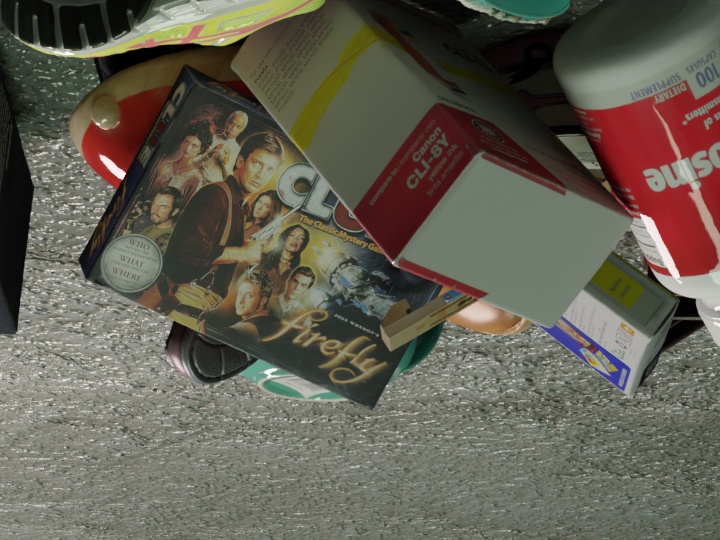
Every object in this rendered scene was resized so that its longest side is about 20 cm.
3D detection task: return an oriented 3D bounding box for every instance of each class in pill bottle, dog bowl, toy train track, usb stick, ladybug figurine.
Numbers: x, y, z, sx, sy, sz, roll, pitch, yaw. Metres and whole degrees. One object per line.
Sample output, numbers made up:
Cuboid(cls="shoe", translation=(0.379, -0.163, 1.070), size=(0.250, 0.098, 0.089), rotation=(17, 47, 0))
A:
Cuboid(cls="pill bottle", translation=(0.196, -0.059, 1.604), size=(0.112, 0.112, 0.201), rotation=(-11, 118, 39))
Cuboid(cls="dog bowl", translation=(0.146, -0.086, 1.767), size=(0.198, 0.074, 0.200), rotation=(1, 164, 0))
Cuboid(cls="toy train track", translation=(0.094, -0.018, 1.691), size=(0.199, 0.033, 0.115), rotation=(-31, 159, -8))
Cuboid(cls="usb stick", translation=(-0.134, -0.121, 1.762), size=(0.055, 0.033, 0.200), rotation=(-6, 164, -2))
Cuboid(cls="ladybug figurine", translation=(-0.093, -0.082, 1.739), size=(0.135, 0.072, 0.199), rotation=(-32, 162, 34))

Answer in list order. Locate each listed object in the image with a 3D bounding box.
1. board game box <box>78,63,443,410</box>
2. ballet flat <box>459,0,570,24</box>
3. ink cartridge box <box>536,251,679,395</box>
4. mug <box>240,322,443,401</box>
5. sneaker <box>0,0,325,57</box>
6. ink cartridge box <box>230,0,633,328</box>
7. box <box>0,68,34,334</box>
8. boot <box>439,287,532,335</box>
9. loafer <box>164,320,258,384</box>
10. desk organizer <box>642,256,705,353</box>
Cuboid(cls="board game box", translation=(-0.047, -0.018, 1.683), size=(0.199, 0.136, 0.035), rotation=(25, -167, -21))
Cuboid(cls="ballet flat", translation=(0.033, -0.186, 1.477), size=(0.071, 0.072, 0.199), rotation=(-12, 157, 41))
Cuboid(cls="ink cartridge box", translation=(0.129, -0.002, 2.024), size=(0.200, 0.047, 0.198), rotation=(39, 171, 9))
Cuboid(cls="mug", translation=(-0.016, 0.035, 2.140), size=(0.184, 0.115, 0.152), rotation=(6, 164, -10))
Cuboid(cls="sneaker", translation=(-0.104, -0.150, 1.571), size=(0.199, 0.079, 0.090), rotation=(-5, 165, 23))
Cuboid(cls="ink cartridge box", translation=(0.037, -0.074, 1.604), size=(0.145, 0.200, 0.084), rotation=(20, 113, -46))
Cuboid(cls="box", translation=(-0.319, -0.056, 1.797), size=(0.195, 0.118, 0.200), rotation=(2, 151, 4))
Cuboid(cls="boot", translation=(0.000, 0.000, 1.778), size=(0.154, 0.074, 0.199), rotation=(-7, -160, -40))
Cuboid(cls="loafer", translation=(-0.075, 0.001, 1.925), size=(0.063, 0.200, 0.072), rotation=(10, 137, 38))
Cuboid(cls="desk organizer", translation=(0.241, 0.007, 2.074), size=(0.071, 0.078, 0.200), rotation=(1, 164, 5))
